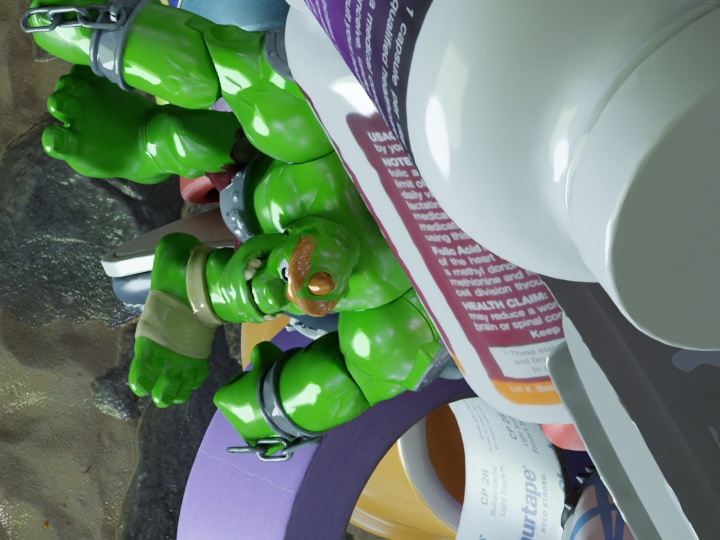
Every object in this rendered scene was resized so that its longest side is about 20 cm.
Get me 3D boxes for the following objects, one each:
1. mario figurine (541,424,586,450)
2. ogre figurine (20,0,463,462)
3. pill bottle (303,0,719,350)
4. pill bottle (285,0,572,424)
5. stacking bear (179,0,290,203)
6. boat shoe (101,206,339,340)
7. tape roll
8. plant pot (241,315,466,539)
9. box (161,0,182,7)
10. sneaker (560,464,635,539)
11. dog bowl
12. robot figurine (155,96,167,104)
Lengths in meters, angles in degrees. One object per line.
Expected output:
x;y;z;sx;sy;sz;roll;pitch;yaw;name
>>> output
0.151;0.059;0.968;0.200;0.106;0.124;48;140;14;mario figurine
-0.035;-0.020;0.956;0.098;0.119;0.201;-26;-72;-52;ogre figurine
0.042;-0.076;0.582;0.200;0.112;0.113;59;179;43;pill bottle
0.046;-0.059;0.872;0.201;0.114;0.114;60;178;-32;pill bottle
-0.022;-0.137;1.052;0.114;0.121;0.201;126;137;-82;stacking bear
0.000;0.000;1.057;0.075;0.199;0.062;-97;-3;-71;boat shoe
0.019;0.110;1.133;0.065;0.200;0.201;18;148;45;tape roll
0.056;0.050;1.306;0.201;0.200;0.183;59;174;-17;plant pot
-0.075;-0.210;1.248;0.121;0.032;0.201;54;134;51;box
0.102;0.128;1.002;0.200;0.072;0.072;-69;-13;-71;sneaker
0.108;0.063;0.752;0.201;0.058;0.200;61;178;3;dog bowl
-0.048;-0.133;1.370;0.200;0.175;0.116;43;139;20;robot figurine
